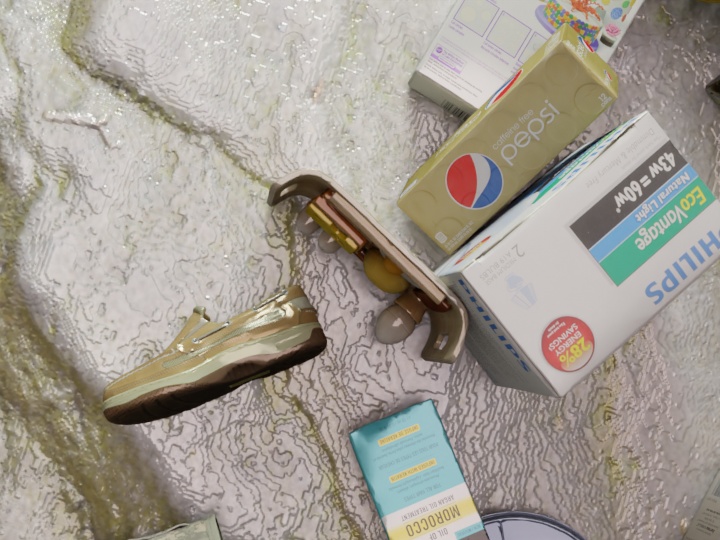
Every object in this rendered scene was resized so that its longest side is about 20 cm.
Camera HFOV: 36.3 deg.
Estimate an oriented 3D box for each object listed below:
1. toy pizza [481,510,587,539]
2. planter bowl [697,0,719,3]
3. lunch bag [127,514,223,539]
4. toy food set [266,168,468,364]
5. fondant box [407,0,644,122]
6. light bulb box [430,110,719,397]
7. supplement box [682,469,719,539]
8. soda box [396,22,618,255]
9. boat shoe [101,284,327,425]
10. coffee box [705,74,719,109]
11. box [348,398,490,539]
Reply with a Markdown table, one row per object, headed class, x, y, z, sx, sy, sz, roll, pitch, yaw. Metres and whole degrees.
| class | x | y | z | sx | sy | sz | roll | pitch | yaw |
| --- | --- | --- | --- | --- | --- | --- | --- | --- | --- |
| toy pizza | 0.135 | 0.314 | 0.967 | 0.197 | 0.032 | 0.203 | 0 | 82 | -2 |
| planter bowl | 0.317 | -0.304 | 0.983 | 0.198 | 0.083 | 0.203 | 11 | 67 | -29 |
| lunch bag | -0.166 | 0.317 | 0.898 | 0.162 | 0.118 | 0.202 | -19 | 83 | -6 |
| toy food set | 0.000 | 0.000 | 0.918 | 0.200 | 0.143 | 0.060 | 43 | 84 | -2 |
| fondant box | 0.155 | -0.218 | 0.991 | 0.143 | 0.058 | 0.201 | 32 | 85 | -3 |
| light bulb box | 0.170 | -0.008 | 0.908 | 0.198 | 0.200 | 0.125 | -40 | 91 | -7 |
| supplement box | 0.342 | 0.286 | 0.970 | 0.125 | 0.074 | 0.201 | 30 | 85 | -3 |
| soda box | 0.123 | -0.109 | 0.926 | 0.068 | 0.064 | 0.200 | 42 | 118 | -8 |
| boat shoe | -0.132 | 0.068 | 0.947 | 0.198 | 0.072 | 0.077 | -19 | 74 | -14 |
| coffee box | 0.394 | -0.156 | 0.939 | 0.080 | 0.200 | 0.113 | -37 | 91 | -6 |
| box | 0.062 | 0.219 | 0.938 | 0.081 | 0.049 | 0.202 | -22 | 78 | -3 |
